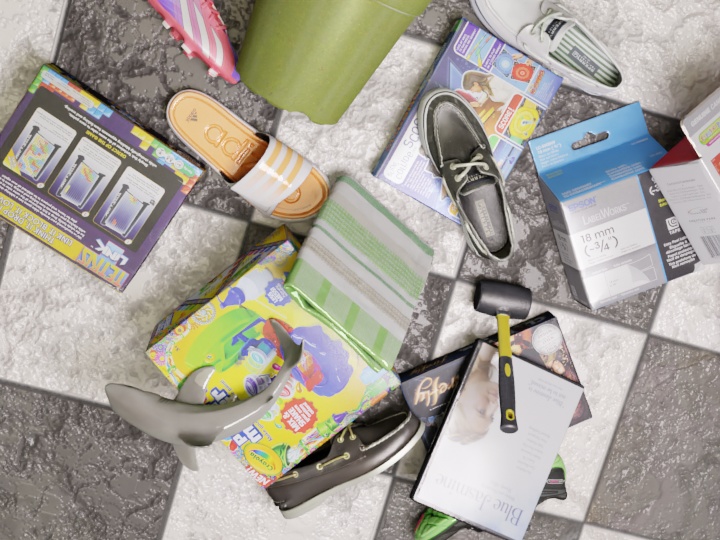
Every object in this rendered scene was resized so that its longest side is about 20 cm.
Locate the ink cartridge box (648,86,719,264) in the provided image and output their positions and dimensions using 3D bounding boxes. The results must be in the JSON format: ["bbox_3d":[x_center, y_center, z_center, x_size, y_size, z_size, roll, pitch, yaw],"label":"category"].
[{"bbox_3d":[0.426,-0.136,1.173,0.200,0.084,0.176,-38,103,-23],"label":"ink cartridge box"}]

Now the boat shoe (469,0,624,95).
[{"bbox_3d":[0.212,-0.265,1.166,0.200,0.067,0.074,29,96,-11],"label":"boat shoe"}]

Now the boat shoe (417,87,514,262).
[{"bbox_3d":[0.122,-0.104,1.150,0.071,0.064,0.200,-25,102,-1],"label":"boat shoe"}]

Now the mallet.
[{"bbox_3d":[0.170,0.094,1.180,0.066,0.200,0.041,4,139,-11],"label":"mallet"}]

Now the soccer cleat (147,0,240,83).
[{"bbox_3d":[-0.186,-0.287,1.119,0.076,0.067,0.200,-43,100,-2],"label":"soccer cleat"}]

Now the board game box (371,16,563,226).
[{"bbox_3d":[0.119,-0.161,1.190,0.135,0.034,0.200,29,96,-10],"label":"board game box"}]

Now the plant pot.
[{"bbox_3d":[-0.037,-0.261,1.093,0.200,0.200,0.190,26,110,-11],"label":"plant pot"}]

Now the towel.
[{"bbox_3d":[0.000,0.000,1.136,0.149,0.200,0.031,41,131,-14],"label":"towel"}]

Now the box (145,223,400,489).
[{"bbox_3d":[-0.095,0.091,1.170,0.192,0.122,0.200,-38,102,3],"label":"box"}]

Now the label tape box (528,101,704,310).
[{"bbox_3d":[0.292,-0.074,1.214,0.144,0.063,0.201,-20,103,-3],"label":"label tape box"}]

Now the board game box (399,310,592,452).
[{"bbox_3d":[0.159,0.149,1.255,0.200,0.035,0.136,-23,102,-2],"label":"board game box"}]

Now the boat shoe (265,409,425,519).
[{"bbox_3d":[-0.022,0.213,1.220,0.201,0.072,0.061,-32,102,10],"label":"boat shoe"}]

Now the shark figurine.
[{"bbox_3d":[-0.140,0.145,1.071,0.214,0.090,0.128,-20,104,2],"label":"shark figurine"}]

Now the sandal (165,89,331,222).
[{"bbox_3d":[-0.126,-0.120,1.158,0.206,0.059,0.079,34,95,-12],"label":"sandal"}]

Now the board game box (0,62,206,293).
[{"bbox_3d":[-0.295,-0.099,1.144,0.200,0.057,0.165,34,97,-12],"label":"board game box"}]

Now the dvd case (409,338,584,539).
[{"bbox_3d":[0.157,0.196,1.215,0.142,0.018,0.200,25,85,-11],"label":"dvd case"}]

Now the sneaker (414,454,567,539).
[{"bbox_3d":[0.159,0.285,1.260,0.200,0.077,0.084,-25,99,0],"label":"sneaker"}]
